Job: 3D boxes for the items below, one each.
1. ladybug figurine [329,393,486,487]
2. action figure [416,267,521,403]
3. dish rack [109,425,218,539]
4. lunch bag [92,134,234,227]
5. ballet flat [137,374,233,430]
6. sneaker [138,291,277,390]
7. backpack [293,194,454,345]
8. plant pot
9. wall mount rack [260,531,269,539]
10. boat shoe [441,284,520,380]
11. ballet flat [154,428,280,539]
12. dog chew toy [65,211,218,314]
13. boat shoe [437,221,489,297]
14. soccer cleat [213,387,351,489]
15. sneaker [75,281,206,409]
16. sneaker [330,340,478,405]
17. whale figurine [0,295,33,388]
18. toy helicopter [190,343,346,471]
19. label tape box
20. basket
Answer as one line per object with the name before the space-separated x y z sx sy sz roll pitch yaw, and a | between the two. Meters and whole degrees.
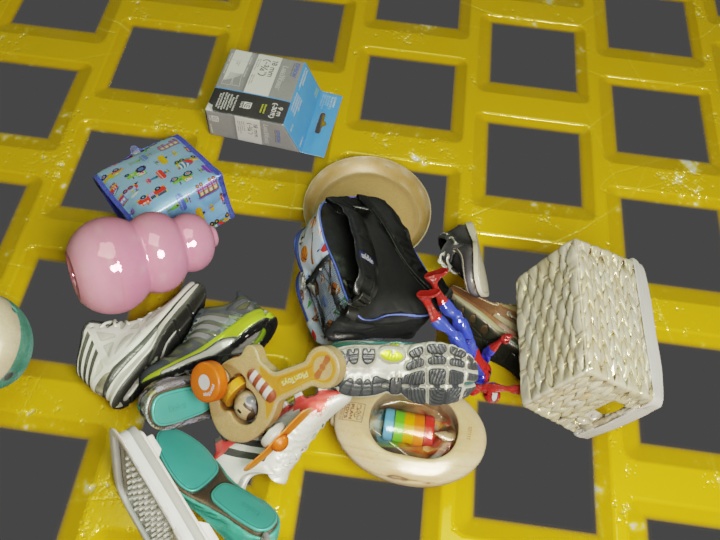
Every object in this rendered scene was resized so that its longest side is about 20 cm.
ladybug figurine | 0.058 0.206 0.988 0.195 0.073 0.138 12 57 5
action figure | 0.154 0.091 0.998 0.097 0.203 0.066 -9 32 32
dish rack | -0.215 0.276 0.876 0.043 0.174 0.200 -26 60 -30
lunch bag | -0.306 -0.131 1.186 0.149 0.095 0.200 -31 54 -18
ballet flat | -0.192 0.155 0.997 0.197 0.072 0.073 -3 51 -41
sneaker | -0.209 0.100 1.053 0.198 0.075 0.081 -30 54 -27
backpack | 0.000 0.000 1.050 0.197 0.153 0.194 4 60 -44
plant pot | 0.010 -0.089 1.202 0.194 0.028 0.204 1 57 -2
wall mount rack | -0.065 0.383 0.858 0.195 0.075 0.178 11 94 -13
boat shoe | 0.201 0.085 1.079 0.198 0.076 0.074 37 57 10
ballet flat | -0.178 0.269 0.928 0.198 0.072 0.067 32 34 23
dog chew toy | -0.284 -0.021 1.045 0.196 0.126 0.126 -19 59 -26
boat shoe | 0.140 -0.011 1.098 0.061 0.074 0.201 -13 21 8
soccer cleat | -0.090 0.210 0.961 0.197 0.069 0.087 -28 71 7
sneaker | -0.302 0.073 1.053 0.114 0.076 0.202 30 63 14
sneaker | 0.050 0.112 0.967 0.195 0.080 0.080 8 101 -10
whale figurine | -0.508 0.123 1.014 0.200 0.104 0.159 -45 66 0
toy helicopter | -0.096 0.144 0.902 0.197 0.078 0.135 -25 78 29
label tape box | -0.138 -0.277 1.293 0.195 0.064 0.147 12 58 5
basket | 0.274 0.081 0.973 0.121 0.135 0.204 21 53 -22
